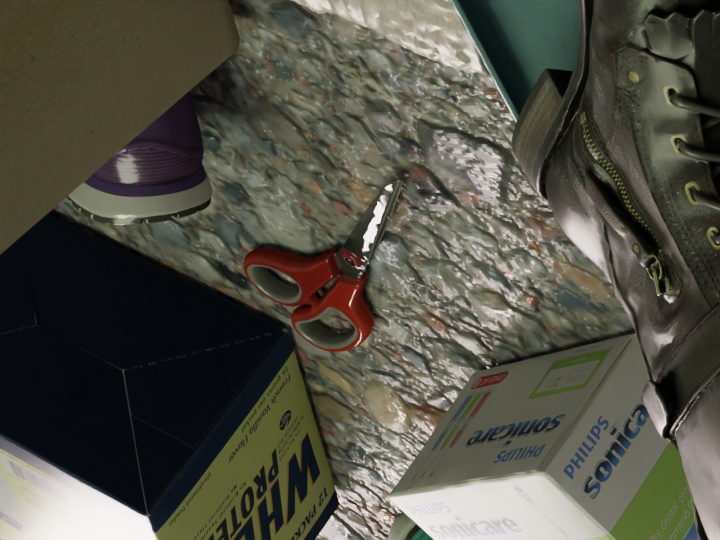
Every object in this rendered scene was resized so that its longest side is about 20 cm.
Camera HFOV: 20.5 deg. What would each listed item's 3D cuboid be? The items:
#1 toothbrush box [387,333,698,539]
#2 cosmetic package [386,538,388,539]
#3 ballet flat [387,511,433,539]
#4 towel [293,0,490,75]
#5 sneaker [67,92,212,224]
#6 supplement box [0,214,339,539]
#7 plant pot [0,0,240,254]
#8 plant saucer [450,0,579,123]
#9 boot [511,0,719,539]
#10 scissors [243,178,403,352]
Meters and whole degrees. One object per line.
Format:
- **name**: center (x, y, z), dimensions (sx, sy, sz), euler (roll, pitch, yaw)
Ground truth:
- **toothbrush box**: center (0.135, 0.133, 0.931), dimensions (0.200, 0.086, 0.146), euler (42, 155, -13)
- **cosmetic package**: center (0.006, 0.251, 1.284), dimensions (0.071, 0.101, 0.200), euler (34, 156, 4)
- **ballet flat**: center (0.087, 0.207, 1.162), dimensions (0.200, 0.069, 0.069), euler (49, 153, -14)
- **towel**: center (-0.014, -0.158, 0.685), dimensions (0.132, 0.034, 0.200), euler (27, 153, 26)
- **sneaker**: center (-0.134, -0.089, 0.946), dimensions (0.200, 0.076, 0.088), euler (22, 121, 49)
- **supplement box**: center (-0.141, 0.099, 1.173), dimensions (0.200, 0.134, 0.200), euler (25, 153, 24)
- **plant pot**: center (-0.190, -0.140, 0.783), dimensions (0.200, 0.200, 0.177), euler (24, 140, 27)
- **plant saucer**: center (0.057, -0.108, 0.648), dimensions (0.070, 0.019, 0.200), euler (-12, 140, 21)
- **boot**: center (0.119, -0.015, 0.598), dimensions (0.200, 0.069, 0.174), euler (107, 145, -57)
- **scissors**: center (0.000, 0.000, 0.967), dimensions (0.073, 0.014, 0.200), euler (45, 153, -10)
